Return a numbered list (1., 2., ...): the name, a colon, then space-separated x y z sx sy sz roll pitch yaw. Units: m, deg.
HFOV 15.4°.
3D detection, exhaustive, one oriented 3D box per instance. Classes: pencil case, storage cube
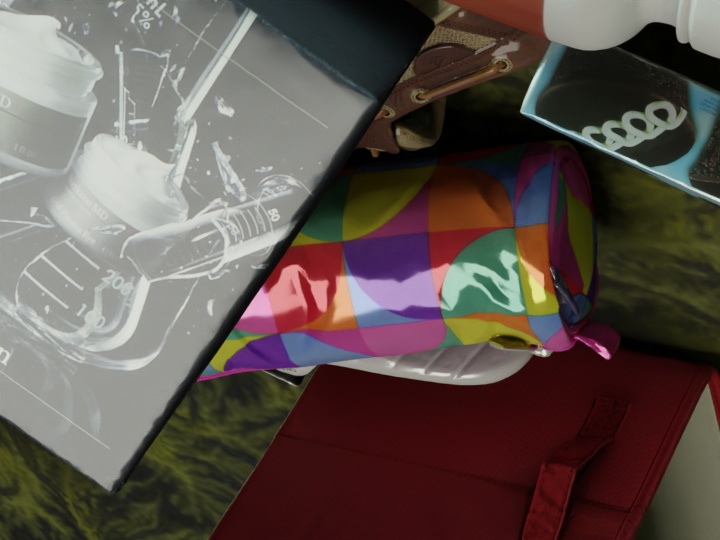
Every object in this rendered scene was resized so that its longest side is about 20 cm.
1. pencil case: 0.000 0.000 1.059 0.198 0.089 0.089 -4 135 17
2. storage cube: 0.057 0.139 1.161 0.179 0.171 0.201 11 142 29

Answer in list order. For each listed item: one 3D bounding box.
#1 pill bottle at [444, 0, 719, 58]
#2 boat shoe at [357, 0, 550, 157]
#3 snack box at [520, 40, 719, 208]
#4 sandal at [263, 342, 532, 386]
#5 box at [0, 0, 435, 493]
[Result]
1. pill bottle: 0.050 -0.139 0.867 0.199 0.113 0.113 22 145 13
2. boat shoe: 0.003 -0.071 1.029 0.072 0.072 0.200 44 137 -17
3. snack box: 0.158 -0.028 0.937 0.199 0.037 0.116 25 -174 9
4. sandal: -0.014 0.017 1.139 0.205 0.080 0.059 18 159 25
5. box: -0.109 -0.061 0.938 0.199 0.104 0.183 34 113 -1
